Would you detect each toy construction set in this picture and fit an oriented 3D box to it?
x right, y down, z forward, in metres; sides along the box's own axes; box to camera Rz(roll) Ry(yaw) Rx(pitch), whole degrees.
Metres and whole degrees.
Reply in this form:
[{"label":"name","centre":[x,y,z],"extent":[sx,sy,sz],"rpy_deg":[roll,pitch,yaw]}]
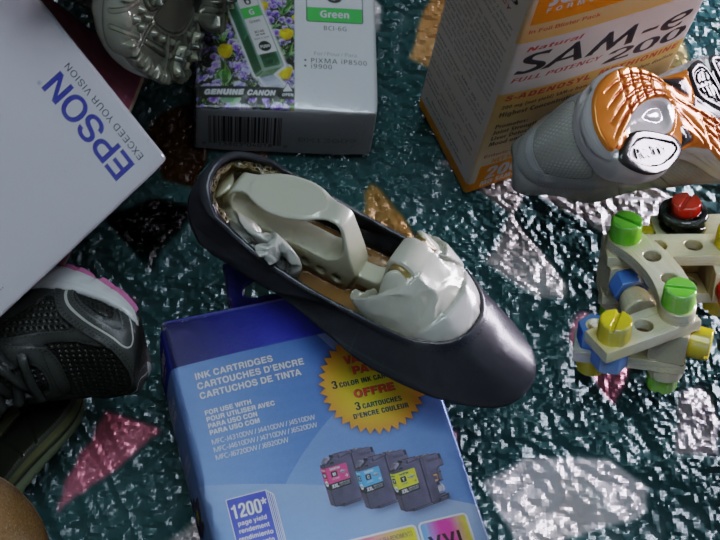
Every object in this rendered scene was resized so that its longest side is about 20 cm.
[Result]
[{"label":"toy construction set","centre":[0.213,0.019,0.839],"extent":[0.198,0.093,0.132],"rpy_deg":[11,37,-10]}]

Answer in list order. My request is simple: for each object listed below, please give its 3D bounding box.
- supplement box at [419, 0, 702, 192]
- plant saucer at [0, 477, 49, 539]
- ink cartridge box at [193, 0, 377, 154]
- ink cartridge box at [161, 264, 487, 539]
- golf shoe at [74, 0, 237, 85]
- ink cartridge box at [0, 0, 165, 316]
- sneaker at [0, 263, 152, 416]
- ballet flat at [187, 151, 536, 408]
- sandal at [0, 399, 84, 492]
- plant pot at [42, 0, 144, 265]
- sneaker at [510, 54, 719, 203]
[{"label":"supplement box","centre":[0.115,-0.138,0.847],"extent":[0.125,0.200,0.074],"rpy_deg":[-19,66,-16]},{"label":"plant saucer","centre":[-0.206,0.180,0.644],"extent":[0.035,0.201,0.200],"rpy_deg":[29,59,37]},{"label":"ink cartridge box","centre":[-0.046,-0.170,0.928],"extent":[0.108,0.050,0.202],"rpy_deg":[2,63,-5]},{"label":"ink cartridge box","centre":[-0.025,0.089,0.776],"extent":[0.135,0.077,0.202],"rpy_deg":[-12,63,-13]},{"label":"golf shoe","centre":[-0.127,-0.149,0.800],"extent":[0.096,0.079,0.200],"rpy_deg":[6,18,4]},{"label":"ink cartridge box","centre":[-0.220,-0.061,0.677],"extent":[0.200,0.043,0.197],"rpy_deg":[-47,112,-21]},{"label":"sneaker","centre":[-0.199,0.053,0.747],"extent":[0.198,0.081,0.087],"rpy_deg":[-2,42,21]},{"label":"ballet flat","centre":[0.000,0.000,0.737],"extent":[0.199,0.073,0.073],"rpy_deg":[30,63,11]},{"label":"sandal","centre":[-0.212,0.124,0.752],"extent":[0.079,0.058,0.201],"rpy_deg":[27,46,28]},{"label":"plant pot","centre":[-0.220,-0.085,0.794],"extent":[0.178,0.200,0.202],"rpy_deg":[24,61,-11]},{"label":"sneaker","centre":[0.159,-0.076,0.862],"extent":[0.199,0.091,0.077],"rpy_deg":[-3,78,-48]}]
